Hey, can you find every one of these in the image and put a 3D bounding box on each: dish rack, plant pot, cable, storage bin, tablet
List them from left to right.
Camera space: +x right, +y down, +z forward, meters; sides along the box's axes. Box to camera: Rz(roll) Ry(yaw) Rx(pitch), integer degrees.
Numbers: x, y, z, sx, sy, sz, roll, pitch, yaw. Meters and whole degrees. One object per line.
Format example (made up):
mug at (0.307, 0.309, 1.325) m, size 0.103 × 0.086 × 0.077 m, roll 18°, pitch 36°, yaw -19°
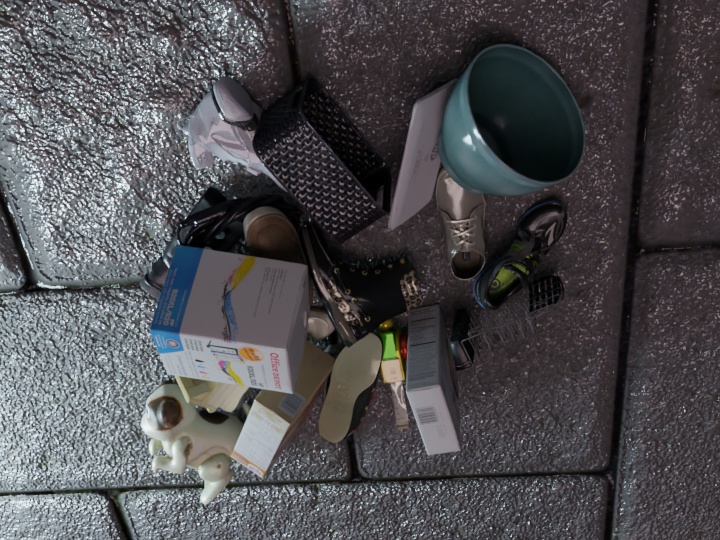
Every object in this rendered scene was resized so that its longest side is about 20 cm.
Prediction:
cable at (-0.175, -0.041, 1.346) m, size 0.198 × 0.051 × 0.164 m, roll -23°, pitch 131°, yaw -7°
storage bin at (-0.051, -0.155, 1.255) m, size 0.093 × 0.136 × 0.200 m, roll -32°, pitch 117°, yaw 23°
tablet at (0.092, -0.165, 1.252) m, size 0.014 × 0.130 × 0.202 m, roll 27°, pitch 128°, yaw 21°
plant pot at (0.188, -0.184, 1.203) m, size 0.199 × 0.202 × 0.134 m, roll 31°, pitch 147°, yaw -17°
dish rack at (0.233, 0.074, 1.392) m, size 0.198 × 0.154 × 0.055 m, roll -25°, pitch 104°, yaw 18°

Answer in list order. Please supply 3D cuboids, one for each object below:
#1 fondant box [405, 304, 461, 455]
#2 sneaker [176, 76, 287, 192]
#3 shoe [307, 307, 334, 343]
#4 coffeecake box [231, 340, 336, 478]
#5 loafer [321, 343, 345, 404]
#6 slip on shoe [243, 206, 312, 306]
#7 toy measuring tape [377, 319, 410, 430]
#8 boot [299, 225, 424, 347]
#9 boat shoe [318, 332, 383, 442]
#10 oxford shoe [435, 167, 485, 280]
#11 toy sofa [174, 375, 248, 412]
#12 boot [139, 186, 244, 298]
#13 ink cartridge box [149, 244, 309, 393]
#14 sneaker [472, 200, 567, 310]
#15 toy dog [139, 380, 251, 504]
fondant box at (0.119, 0.176, 1.433) m, size 0.057 × 0.201 × 0.146 m, roll -11°, pitch 124°, yaw 13°
sneaker at (-0.176, -0.175, 1.291) m, size 0.114 × 0.075 × 0.200 m, roll -30°, pitch 113°, yaw 23°
shoe at (-0.135, 0.116, 1.499) m, size 0.197 × 0.054 × 0.070 m, roll -14°, pitch 123°, yaw 13°
coffeecake box at (-0.131, 0.234, 1.486) m, size 0.073 × 0.154 × 0.201 m, roll 33°, pitch 139°, yaw 5°
loafer at (-0.038, 0.223, 1.556) m, size 0.069 × 0.070 × 0.202 m, roll -3°, pitch 124°, yaw 6°
slip on shoe at (-0.119, -0.014, 1.332) m, size 0.075 × 0.061 × 0.201 m, roll -26°, pitch 139°, yaw -9°
toy measuring tape at (0.060, 0.168, 1.500) m, size 0.073 × 0.074 × 0.203 m, roll -9°, pitch 107°, yaw 10°
boot at (0.000, 0.001, 1.404) m, size 0.152 × 0.073 × 0.206 m, roll -24°, pitch 96°, yaw -6°
boat shoe at (-0.011, 0.189, 1.468) m, size 0.073 × 0.063 × 0.203 m, roll 27°, pitch 108°, yaw 18°
oxford shoe at (0.158, -0.069, 1.350) m, size 0.074 × 0.058 × 0.202 m, roll -5°, pitch 123°, yaw 9°
toy sofa at (-0.209, 0.135, 1.456) m, size 0.200 × 0.083 × 0.097 m, roll -50°, pitch 139°, yaw 12°
boot at (-0.235, -0.017, 1.416) m, size 0.164 × 0.066 × 0.200 m, roll 28°, pitch 112°, yaw -31°
ink cartridge box at (-0.182, 0.074, 1.290) m, size 0.197 × 0.146 × 0.148 m, roll 8°, pitch 148°, yaw 5°
sneaker at (0.252, -0.017, 1.354) m, size 0.070 × 0.083 × 0.200 m, roll 33°, pitch 106°, yaw -18°
toy dog at (-0.304, 0.291, 1.585) m, size 0.194 × 0.140 × 0.200 m, roll -42°, pitch 114°, yaw 13°
